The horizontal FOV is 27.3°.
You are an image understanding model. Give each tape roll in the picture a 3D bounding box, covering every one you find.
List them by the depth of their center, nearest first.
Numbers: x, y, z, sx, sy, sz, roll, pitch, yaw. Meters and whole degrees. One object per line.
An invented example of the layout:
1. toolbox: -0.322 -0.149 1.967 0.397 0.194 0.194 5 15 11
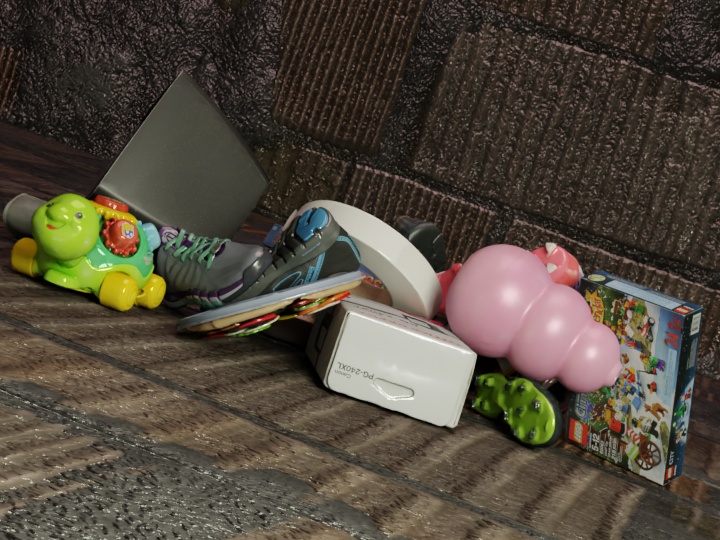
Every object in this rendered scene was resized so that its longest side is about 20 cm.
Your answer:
1. tape roll: 0.000 0.000 1.704 0.202 0.037 0.203 28 -26 15

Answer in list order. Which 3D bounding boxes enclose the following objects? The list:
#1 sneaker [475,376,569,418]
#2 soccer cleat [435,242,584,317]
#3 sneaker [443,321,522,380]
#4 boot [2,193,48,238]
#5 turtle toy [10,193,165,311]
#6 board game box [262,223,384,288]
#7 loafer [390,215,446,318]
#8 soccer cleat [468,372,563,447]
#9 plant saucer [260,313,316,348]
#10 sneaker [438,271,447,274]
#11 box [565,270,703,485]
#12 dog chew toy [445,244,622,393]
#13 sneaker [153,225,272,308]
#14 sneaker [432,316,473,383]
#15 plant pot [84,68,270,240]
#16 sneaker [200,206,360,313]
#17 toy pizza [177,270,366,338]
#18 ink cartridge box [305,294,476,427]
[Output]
1. sneaker: 0.232 0.143 1.807 0.104 0.076 0.200 16 10 34
2. soccer cleat: 0.163 0.024 1.715 0.199 0.067 0.076 -18 -43 30
3. sneaker: 0.190 0.093 1.716 0.198 0.074 0.080 -10 35 -5
4. boot: -0.329 -0.044 1.760 0.199 0.073 0.182 26 -9 6
5. turtle toy: -0.281 -0.027 1.539 0.145 0.102 0.200 20 4 13
6. board game box: -0.037 -0.002 1.947 0.135 0.035 0.200 33 -5 -24
7. loafer: 0.078 0.021 1.930 0.072 0.202 0.072 -16 26 -24
8. soccer cleat: 0.185 0.147 1.597 0.080 0.068 0.200 9 4 -17
9. plant saucer: -0.082 0.059 1.766 0.199 0.037 0.200 19 4 -1
10. sneaker: 0.176 0.042 1.864 0.199 0.078 0.112 21 4 2
11. box: 0.295 0.115 1.613 0.038 0.202 0.136 -18 29 -42
12. dog chew toy: 0.191 0.060 1.592 0.199 0.125 0.124 34 8 16
13. sneaker: -0.177 -0.010 1.588 0.199 0.075 0.088 -13 -58 51
14. sneaker: 0.125 0.105 1.875 0.080 0.071 0.200 38 16 23
15. plant pot: -0.234 -0.101 1.884 0.177 0.200 0.200 36 -23 -11
16. sneaker: -0.091 0.013 1.631 0.082 0.199 0.074 43 30 -32
17. toy pizza: -0.088 0.039 1.505 0.199 0.032 0.200 -15 1 0
18. ink cartridge box: 0.029 0.088 1.562 0.144 0.084 0.200 18 4 -9
